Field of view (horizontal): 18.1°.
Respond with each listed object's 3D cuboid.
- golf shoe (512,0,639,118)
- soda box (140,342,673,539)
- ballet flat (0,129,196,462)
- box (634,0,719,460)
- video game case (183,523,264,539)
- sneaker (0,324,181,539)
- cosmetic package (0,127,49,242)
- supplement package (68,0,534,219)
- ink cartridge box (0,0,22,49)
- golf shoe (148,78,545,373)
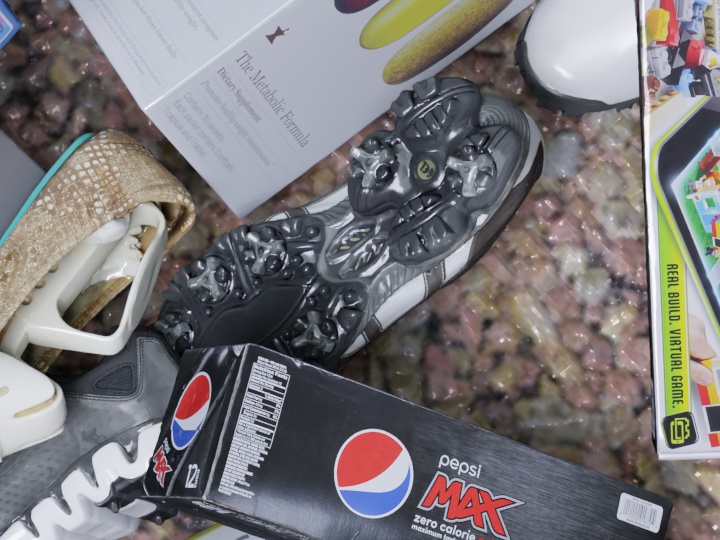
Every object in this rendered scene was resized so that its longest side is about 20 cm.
[{"bbox_3d":[0.150,-0.143,0.973,0.200,0.095,0.078,-35,76,-2],"label":"golf shoe"},{"bbox_3d":[0.020,0.090,0.892,0.199,0.071,0.064,22,76,-23],"label":"soda box"},{"bbox_3d":[-0.132,0.026,0.895,0.065,0.071,0.200,25,65,19],"label":"ballet flat"},{"bbox_3d":[0.171,-0.025,0.934,0.110,0.035,0.201,-3,98,5],"label":"box"},{"bbox_3d":[-0.042,0.207,0.938,0.180,0.026,0.201,-26,75,-1],"label":"video game case"},{"bbox_3d":[-0.145,0.089,0.951,0.200,0.066,0.091,-31,62,16],"label":"sneaker"},{"bbox_3d":[-0.192,-0.032,0.924,0.107,0.200,0.090,27,80,12],"label":"cosmetic package"},{"bbox_3d":[-0.016,-0.139,0.959,0.200,0.114,0.110,-37,61,2],"label":"supplement package"},{"bbox_3d":[-0.239,-0.065,0.800,0.136,0.076,0.200,41,87,16],"label":"ink cartridge box"},{"bbox_3d":[0.000,0.000,0.959,0.200,0.094,0.078,-35,74,22],"label":"golf shoe"}]
